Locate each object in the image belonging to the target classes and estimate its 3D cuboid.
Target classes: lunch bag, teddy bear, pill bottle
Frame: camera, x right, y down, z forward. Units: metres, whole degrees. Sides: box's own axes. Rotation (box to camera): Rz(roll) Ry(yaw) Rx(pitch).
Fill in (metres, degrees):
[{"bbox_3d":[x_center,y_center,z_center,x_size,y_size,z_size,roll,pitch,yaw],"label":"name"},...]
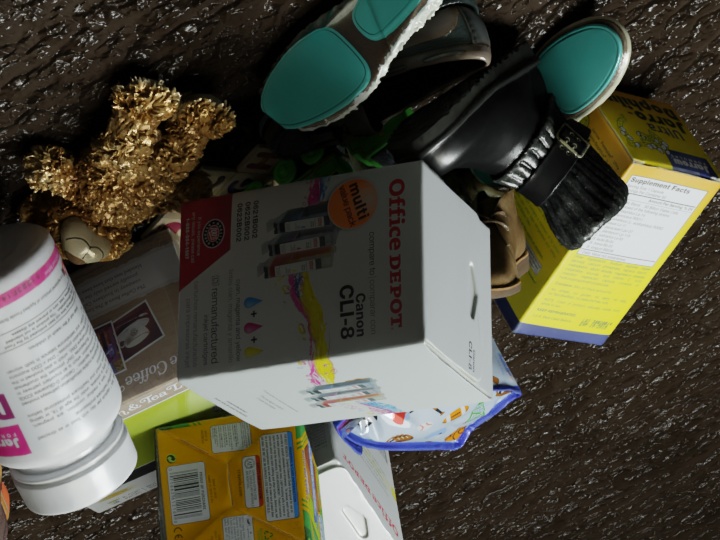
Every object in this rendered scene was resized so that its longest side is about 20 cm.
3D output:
[{"bbox_3d":[0.017,0.073,1.722,0.199,0.171,0.124,4,139,-46],"label":"lunch bag"},{"bbox_3d":[-0.175,-0.068,1.405,0.200,0.067,0.145,-34,150,20],"label":"teddy bear"},{"bbox_3d":[-0.248,0.076,1.425,0.113,0.113,0.201,-22,114,-2],"label":"pill bottle"}]

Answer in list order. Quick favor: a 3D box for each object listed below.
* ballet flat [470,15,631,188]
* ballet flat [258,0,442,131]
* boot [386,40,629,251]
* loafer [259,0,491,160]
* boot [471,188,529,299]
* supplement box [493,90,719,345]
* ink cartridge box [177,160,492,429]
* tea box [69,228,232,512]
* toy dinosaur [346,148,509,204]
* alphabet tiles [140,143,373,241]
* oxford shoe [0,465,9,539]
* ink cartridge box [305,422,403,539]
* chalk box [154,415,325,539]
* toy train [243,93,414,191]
[{"bbox_3d":[0.161,-0.144,1.559,0.069,0.070,0.200,1,147,-41],"label":"ballet flat"},{"bbox_3d":[0.010,-0.171,1.369,0.072,0.072,0.200,7,142,-46],"label":"ballet flat"},{"bbox_3d":[0.120,-0.077,1.445,0.079,0.158,0.211,-28,-174,40],"label":"boot"},{"bbox_3d":[0.010,-0.136,1.434,0.200,0.063,0.072,-33,152,20],"label":"loafer"},{"bbox_3d":[0.097,-0.019,1.537,0.073,0.076,0.200,-1,-167,12],"label":"boot"},{"bbox_3d":[0.202,-0.047,1.652,0.108,0.110,0.200,9,128,-34],"label":"supplement box"},{"bbox_3d":[-0.015,0.022,1.404,0.199,0.146,0.145,-9,157,21],"label":"ink cartridge box"},{"bbox_3d":[-0.194,0.090,1.610,0.199,0.134,0.197,-24,155,8],"label":"tea box"},{"bbox_3d":[0.053,-0.055,1.601,0.047,0.089,0.199,-22,159,38],"label":"toy dinosaur"},{"bbox_3d":[-0.080,-0.050,1.591,0.199,0.006,0.166,3,144,-43],"label":"alphabet tiles"},{"bbox_3d":[-0.314,0.188,1.499,0.071,0.073,0.200,-8,154,2],"label":"oxford shoe"},{"bbox_3d":[-0.033,0.182,1.803,0.083,0.200,0.145,-27,122,10],"label":"ink cartridge box"},{"bbox_3d":[-0.094,0.215,1.609,0.123,0.125,0.200,-9,154,2],"label":"chalk box"},{"bbox_3d":[-0.033,-0.073,1.514,0.200,0.057,0.042,-36,151,18],"label":"toy train"}]
